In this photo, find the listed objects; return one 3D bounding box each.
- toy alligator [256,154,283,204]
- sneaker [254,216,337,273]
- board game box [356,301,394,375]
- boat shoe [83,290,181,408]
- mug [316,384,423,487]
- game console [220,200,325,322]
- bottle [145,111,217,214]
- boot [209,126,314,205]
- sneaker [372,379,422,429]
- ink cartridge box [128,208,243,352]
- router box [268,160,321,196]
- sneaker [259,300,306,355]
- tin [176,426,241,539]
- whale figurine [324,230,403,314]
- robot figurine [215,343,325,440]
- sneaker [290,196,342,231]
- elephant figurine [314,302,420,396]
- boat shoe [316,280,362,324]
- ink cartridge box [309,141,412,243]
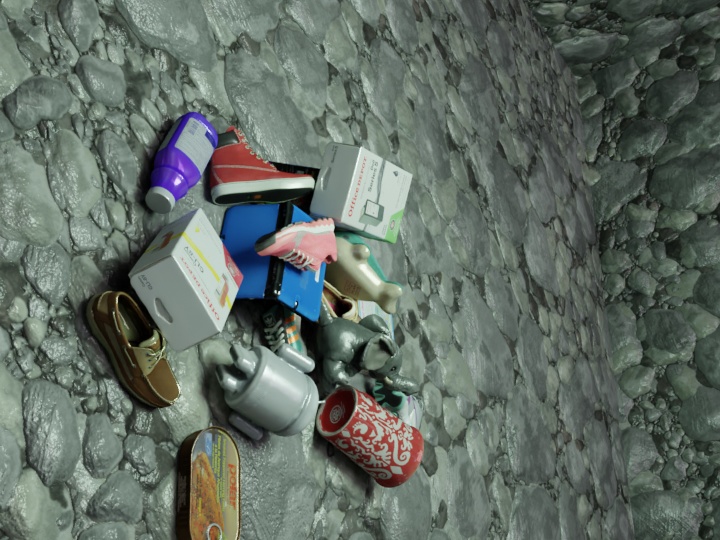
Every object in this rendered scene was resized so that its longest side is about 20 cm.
[{"bbox_3d":[-0.170,-0.127,1.584,0.054,0.058,0.203,-154,-137,-75],"label":"toy alligator"},{"bbox_3d":[-0.099,-0.037,1.396,0.199,0.073,0.088,-16,87,-55],"label":"sneaker"},{"bbox_3d":[0.024,0.127,1.776,0.134,0.034,0.204,23,57,-51],"label":"board game box"},{"bbox_3d":[-0.326,0.117,1.195,0.202,0.073,0.076,58,35,-22],"label":"boat shoe"},{"bbox_3d":[0.003,0.316,1.603,0.200,0.177,0.134,41,79,-34],"label":"mug"},{"bbox_3d":[-0.159,-0.013,1.466,0.170,0.117,0.203,36,48,-38],"label":"game console"},{"bbox_3d":[-0.307,-0.181,1.378,0.084,0.064,0.202,48,39,-32],"label":"bottle"},{"bbox_3d":[-0.185,-0.202,1.506,0.196,0.072,0.147,-3,72,-21],"label":"boot"},{"bbox_3d":[0.089,0.277,1.765,0.140,0.076,0.204,-45,130,-60],"label":"sneaker"},{"bbox_3d":[-0.267,0.012,1.273,0.147,0.082,0.201,61,13,-20],"label":"ink cartridge box"},{"bbox_3d":[-0.077,-0.172,1.653,0.199,0.147,0.052,11,92,-56],"label":"router box"},{"bbox_3d":[-0.149,0.112,1.484,0.080,0.071,0.203,31,43,-46],"label":"sneaker"},{"bbox_3d":[-0.234,0.347,1.262,0.111,0.041,0.204,23,57,-47],"label":"tin"},{"bbox_3d":[0.000,0.000,1.580,0.198,0.161,0.104,30,46,12],"label":"whale figurine"},{"bbox_3d":[-0.151,0.206,1.372,0.199,0.170,0.113,36,6,-27],"label":"robot figurine"},{"bbox_3d":[-0.091,-0.100,1.654,0.085,0.075,0.200,54,1,20],"label":"sneaker"},{"bbox_3d":[0.018,0.150,1.512,0.196,0.156,0.144,-5,59,-13],"label":"elephant figurine"},{"bbox_3d":[-0.039,0.082,1.554,0.199,0.068,0.075,37,40,-39],"label":"boat shoe"},{"bbox_3d":[0.004,-0.147,1.572,0.199,0.083,0.148,17,88,-55],"label":"ink cartridge box"}]
